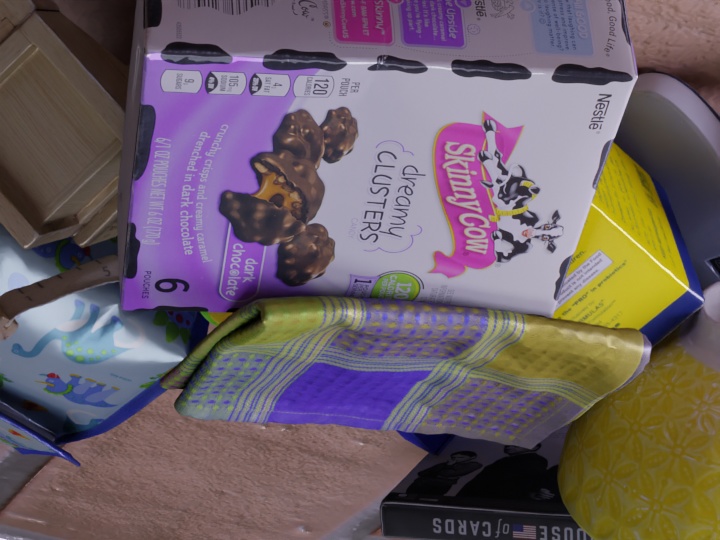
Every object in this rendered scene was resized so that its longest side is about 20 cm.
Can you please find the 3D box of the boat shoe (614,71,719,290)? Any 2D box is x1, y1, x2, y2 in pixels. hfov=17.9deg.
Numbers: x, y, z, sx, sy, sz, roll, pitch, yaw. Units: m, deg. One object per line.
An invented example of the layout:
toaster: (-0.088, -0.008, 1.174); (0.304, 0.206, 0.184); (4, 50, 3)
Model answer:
boat shoe: (0.211, -0.039, 1.230); (0.074, 0.086, 0.202); (-18, 117, 47)

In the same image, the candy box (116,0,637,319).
candy box: (0.000, -0.057, 0.967); (0.198, 0.072, 0.168); (2, 142, -9)

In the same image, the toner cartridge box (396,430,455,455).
toner cartridge box: (0.000, 0.000, 1.237); (0.200, 0.095, 0.043); (46, 169, -23)

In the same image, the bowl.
bowl: (0.202, 0.068, 1.142); (0.198, 0.200, 0.109); (5, 115, 0)

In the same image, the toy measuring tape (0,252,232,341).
toy measuring tape: (-0.090, 0.009, 1.137); (0.199, 0.074, 0.074); (-22, 160, -17)

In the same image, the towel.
towel: (0.022, 0.048, 1.053); (0.198, 0.023, 0.144); (8, 157, -23)

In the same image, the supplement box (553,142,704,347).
supplement box: (0.059, -0.036, 1.127); (0.109, 0.109, 0.200); (-40, 118, 20)

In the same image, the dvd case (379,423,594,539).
dvd case: (0.111, 0.110, 1.256); (0.149, 0.025, 0.200); (2, -167, 18)

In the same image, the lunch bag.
lunch bag: (-0.202, 0.021, 1.278); (0.170, 0.128, 0.200); (33, 135, -26)

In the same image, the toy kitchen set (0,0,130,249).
toy kitchen set: (-0.133, -0.134, 1.118); (0.163, 0.181, 0.200); (-42, 178, 10)
